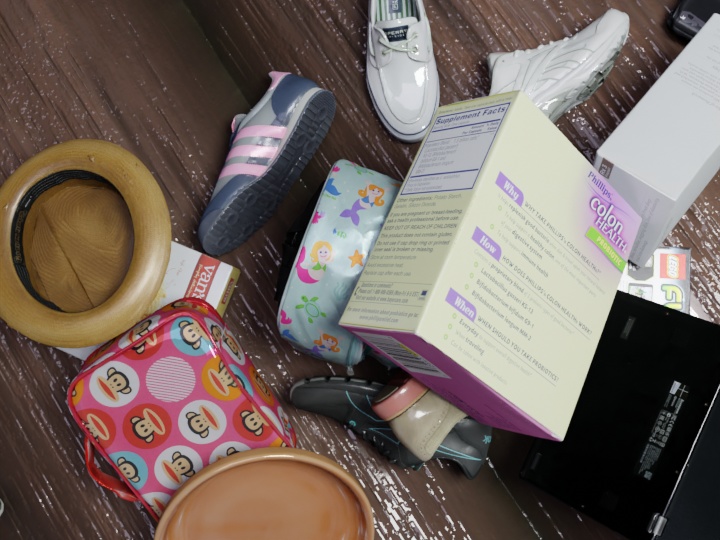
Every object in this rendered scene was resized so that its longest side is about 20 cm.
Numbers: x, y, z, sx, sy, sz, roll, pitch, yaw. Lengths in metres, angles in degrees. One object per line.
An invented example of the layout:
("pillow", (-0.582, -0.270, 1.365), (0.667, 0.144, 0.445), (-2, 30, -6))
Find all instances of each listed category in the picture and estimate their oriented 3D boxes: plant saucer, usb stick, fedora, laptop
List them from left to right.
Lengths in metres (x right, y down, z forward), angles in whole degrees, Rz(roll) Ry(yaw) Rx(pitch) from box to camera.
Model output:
("fedora", (-0.259, -0.021, 0.816), (0.197, 0.082, 0.204), (-2, 75, 8))
("plant saucer", (-0.086, 0.237, 0.777), (0.197, 0.038, 0.203), (-5, 118, -9))
("laptop", (0.276, 0.145, 0.739), (0.199, 0.116, 0.189), (22, 83, 39))
("usb stick", (0.394, -0.210, 0.834), (0.199, 0.033, 0.056), (34, 80, 10))

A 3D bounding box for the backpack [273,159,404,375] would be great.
("backpack", (0.000, 0.000, 0.764), (0.149, 0.200, 0.180), (20, 84, 9))

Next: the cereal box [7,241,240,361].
("cereal box", (-0.238, 0.028, 0.868), (0.198, 0.040, 0.146), (21, 85, 9))

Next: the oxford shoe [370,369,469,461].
("oxford shoe", (0.100, 0.088, 0.767), (0.199, 0.070, 0.075), (-37, 92, -21))

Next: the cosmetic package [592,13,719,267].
("cosmetic package", (0.282, -0.115, 0.762), (0.081, 0.113, 0.200), (34, 70, 20))

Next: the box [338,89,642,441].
("box", (0.107, -0.001, 0.672), (0.175, 0.096, 0.202), (35, 71, -31))

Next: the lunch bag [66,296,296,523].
("lunch bag", (-0.169, 0.145, 0.793), (0.175, 0.082, 0.201), (-31, 104, 2))

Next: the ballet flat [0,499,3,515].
("ballet flat", (-0.443, 0.227, 0.858), (0.197, 0.069, 0.070), (17, 84, 13))

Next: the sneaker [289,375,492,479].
("sneaker", (0.027, 0.143, 0.804), (0.197, 0.075, 0.081), (8, 85, 8))

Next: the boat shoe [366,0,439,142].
("boat shoe", (0.034, -0.231, 0.860), (0.072, 0.067, 0.203), (-11, 81, 5))

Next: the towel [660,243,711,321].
("towel", (0.244, 0.091, 0.808), (0.189, 0.032, 0.202), (-30, 79, 2))

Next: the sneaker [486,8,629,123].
("sneaker", (0.173, -0.192, 0.836), (0.200, 0.078, 0.099), (-44, 76, -2))

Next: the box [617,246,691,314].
("box", (0.239, 0.079, 0.777), (0.108, 0.035, 0.203), (3, 82, 8))

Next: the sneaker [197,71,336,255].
("sneaker", (-0.110, -0.111, 0.868), (0.082, 0.070, 0.201), (34, 84, 27))
